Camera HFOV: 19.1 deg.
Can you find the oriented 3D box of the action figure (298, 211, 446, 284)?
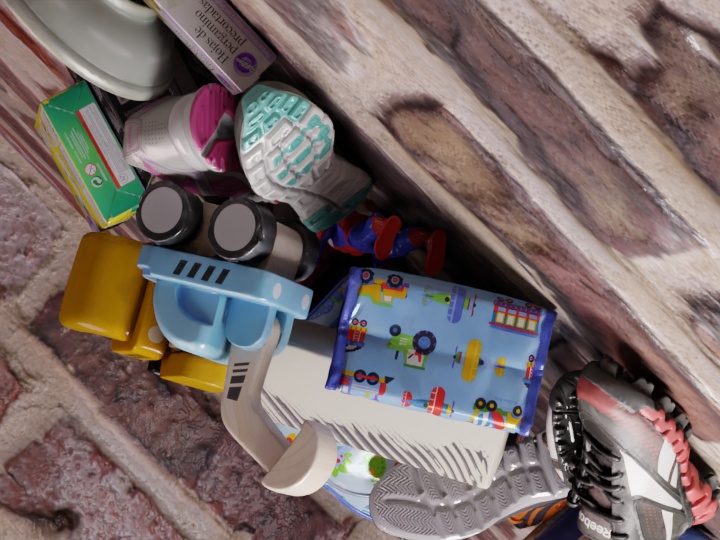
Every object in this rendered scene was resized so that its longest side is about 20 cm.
[{"bbox_3d":[0.000,0.000,1.668,0.065,0.100,0.200,19,-179,-17],"label":"action figure"}]

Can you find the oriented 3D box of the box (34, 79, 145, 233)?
[{"bbox_3d":[-0.233,-0.092,1.841,0.118,0.048,0.200,62,168,-3],"label":"box"}]

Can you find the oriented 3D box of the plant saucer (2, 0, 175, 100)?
[{"bbox_3d":[-0.199,-0.218,1.587,0.200,0.050,0.201,41,-156,-23],"label":"plant saucer"}]

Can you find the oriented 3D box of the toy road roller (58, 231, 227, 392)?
[{"bbox_3d":[-0.169,0.026,1.799,0.145,0.124,0.200,17,172,-17],"label":"toy road roller"}]

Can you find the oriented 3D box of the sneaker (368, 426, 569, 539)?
[{"bbox_3d":[0.105,0.187,1.748,0.112,0.199,0.078,90,168,-69],"label":"sneaker"}]

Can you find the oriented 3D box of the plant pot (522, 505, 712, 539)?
[{"bbox_3d":[0.217,0.297,1.762,0.180,0.200,0.200,56,167,-22],"label":"plant pot"}]

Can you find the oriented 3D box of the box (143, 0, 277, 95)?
[{"bbox_3d":[-0.144,-0.212,1.548,0.200,0.039,0.041,46,173,-11],"label":"box"}]

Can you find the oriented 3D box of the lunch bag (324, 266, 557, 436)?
[{"bbox_3d":[0.056,0.053,1.595,0.150,0.095,0.200,13,-179,0],"label":"lunch bag"}]

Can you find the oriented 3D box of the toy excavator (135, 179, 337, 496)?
[{"bbox_3d":[-0.089,0.052,1.594,0.193,0.201,0.100,13,176,26],"label":"toy excavator"}]

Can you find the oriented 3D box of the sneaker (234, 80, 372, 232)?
[{"bbox_3d":[-0.061,-0.098,1.578,0.091,0.077,0.200,50,178,24],"label":"sneaker"}]

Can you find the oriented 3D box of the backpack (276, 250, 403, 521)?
[{"bbox_3d":[0.013,0.110,1.794,0.200,0.183,0.147,43,-171,-14],"label":"backpack"}]

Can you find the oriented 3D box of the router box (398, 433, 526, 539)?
[{"bbox_3d":[0.045,0.162,2.023,0.200,0.150,0.062,34,167,51],"label":"router box"}]

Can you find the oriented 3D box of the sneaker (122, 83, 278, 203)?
[{"bbox_3d":[-0.120,-0.098,1.650,0.088,0.082,0.200,-3,169,20],"label":"sneaker"}]

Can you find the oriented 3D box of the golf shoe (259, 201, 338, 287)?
[{"bbox_3d":[-0.060,-0.045,1.856,0.200,0.075,0.092,59,173,-28],"label":"golf shoe"}]

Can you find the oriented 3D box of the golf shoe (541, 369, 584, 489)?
[{"bbox_3d":[0.163,0.125,1.582,0.094,0.078,0.200,38,167,38],"label":"golf shoe"}]

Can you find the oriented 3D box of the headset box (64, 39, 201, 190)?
[{"bbox_3d":[-0.186,-0.147,1.800,0.149,0.077,0.200,61,171,1],"label":"headset box"}]

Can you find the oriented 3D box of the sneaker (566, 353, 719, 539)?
[{"bbox_3d":[0.184,0.139,1.484,0.071,0.098,0.201,39,168,41],"label":"sneaker"}]

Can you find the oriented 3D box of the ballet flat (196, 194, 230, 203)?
[{"bbox_3d":[-0.136,-0.047,1.824,0.067,0.057,0.200,58,178,3],"label":"ballet flat"}]

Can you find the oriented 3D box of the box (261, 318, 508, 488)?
[{"bbox_3d":[0.019,0.101,1.668,0.199,0.069,0.082,17,-166,8],"label":"box"}]
